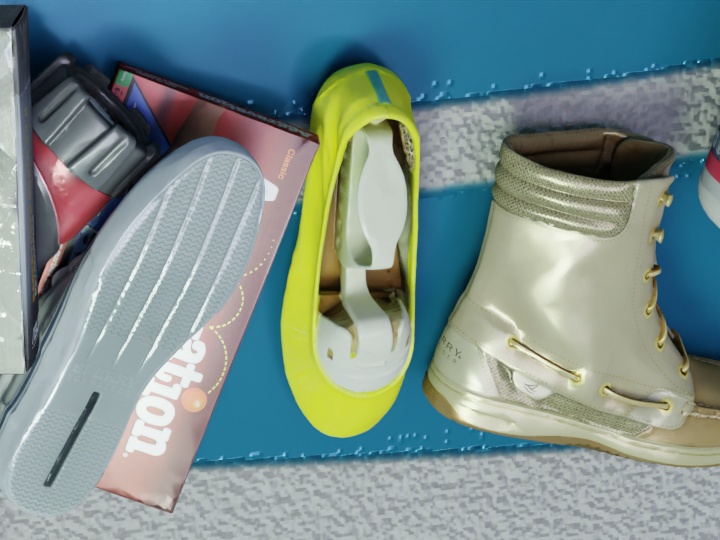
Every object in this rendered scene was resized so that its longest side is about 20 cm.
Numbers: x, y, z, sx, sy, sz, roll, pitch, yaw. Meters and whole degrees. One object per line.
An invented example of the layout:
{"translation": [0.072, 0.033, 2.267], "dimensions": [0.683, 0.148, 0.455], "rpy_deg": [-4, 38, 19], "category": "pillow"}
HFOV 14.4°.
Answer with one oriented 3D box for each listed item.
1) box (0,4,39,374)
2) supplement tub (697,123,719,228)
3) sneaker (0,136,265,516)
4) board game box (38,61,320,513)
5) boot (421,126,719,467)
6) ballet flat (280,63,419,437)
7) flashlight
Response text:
{"translation": [-0.242, -0.036, 1.249], "dimensions": [0.198, 0.048, 0.159], "rpy_deg": [1, 108, 2], "category": "box"}
{"translation": [0.259, -0.098, 1.387], "dimensions": [0.140, 0.140, 0.201], "rpy_deg": [12, 108, -23], "category": "supplement tub"}
{"translation": [-0.118, 0.015, 1.312], "dimensions": [0.073, 0.071, 0.200], "rpy_deg": [25, 106, -36], "category": "sneaker"}
{"translation": [-0.102, 0.010, 1.363], "dimensions": [0.102, 0.019, 0.201], "rpy_deg": [19, 105, -11], "category": "board game box"}
{"translation": [0.143, 0.012, 1.431], "dimensions": [0.199, 0.073, 0.156], "rpy_deg": [9, 113, -16], "category": "boot"}
{"translation": [0.000, 0.000, 1.381], "dimensions": [0.066, 0.067, 0.201], "rpy_deg": [-5, 114, -19], "category": "ballet flat"}
{"translation": [-0.183, -0.010, 1.310], "dimensions": [0.200, 0.068, 0.068], "rpy_deg": [-42, 159, 10], "category": "flashlight"}
